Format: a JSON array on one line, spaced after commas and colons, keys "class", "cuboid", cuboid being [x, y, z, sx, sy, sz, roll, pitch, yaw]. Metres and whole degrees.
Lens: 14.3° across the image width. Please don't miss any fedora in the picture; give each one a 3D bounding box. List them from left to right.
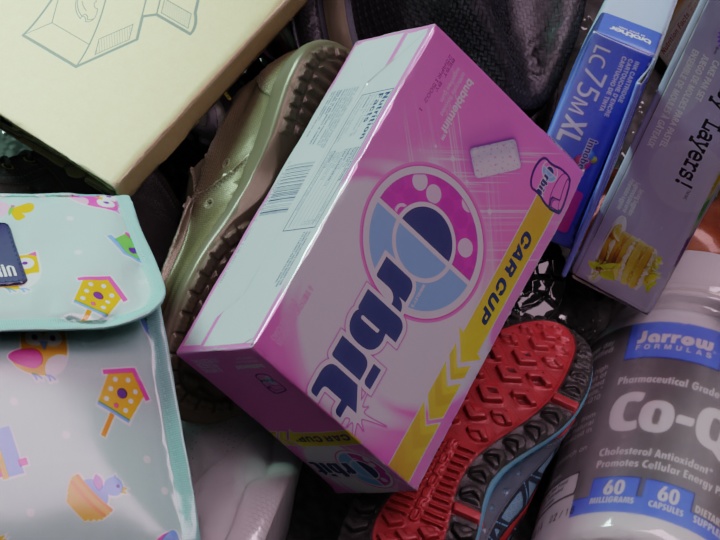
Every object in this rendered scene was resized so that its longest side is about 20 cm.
[{"class": "fedora", "cuboid": [0.055, -0.141, 1.464, 0.200, 0.091, 0.202, 9, 75, -35]}]

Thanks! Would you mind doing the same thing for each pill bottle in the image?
[{"class": "pill bottle", "cuboid": [0.157, 0.093, 1.455, 0.113, 0.114, 0.200, 24, 49, -6]}]

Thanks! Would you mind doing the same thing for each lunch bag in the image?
[{"class": "lunch bag", "cuboid": [-0.171, 0.057, 1.292, 0.170, 0.122, 0.201, -2, 73, -18]}]

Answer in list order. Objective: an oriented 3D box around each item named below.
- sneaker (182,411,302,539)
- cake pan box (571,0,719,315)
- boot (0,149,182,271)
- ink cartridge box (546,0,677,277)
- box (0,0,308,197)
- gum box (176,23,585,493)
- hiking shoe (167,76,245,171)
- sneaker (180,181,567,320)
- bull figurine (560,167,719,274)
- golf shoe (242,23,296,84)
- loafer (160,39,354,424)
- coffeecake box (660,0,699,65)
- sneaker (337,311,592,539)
[{"class": "sneaker", "cuboid": [-0.073, 0.094, 1.388, 0.088, 0.075, 0.200, 14, 43, 1]}, {"class": "cake pan box", "cuboid": [0.185, -0.099, 1.460, 0.052, 0.185, 0.200, 29, 32, 5]}, {"class": "boot", "cuboid": [-0.184, -0.041, 1.440, 0.174, 0.069, 0.200, -26, 73, -42]}, {"class": "ink cartridge box", "cuboid": [0.125, -0.093, 1.471, 0.042, 0.120, 0.200, 21, 31, 1]}, {"class": "box", "cuboid": [-0.113, -0.142, 1.424, 0.163, 0.021, 0.200, 31, 70, 28]}, {"class": "gum box", "cuboid": [0.014, -0.010, 1.353, 0.113, 0.066, 0.200, 42, 64, -27]}, {"class": "hiking shoe", "cuboid": [-0.096, -0.117, 1.502, 0.199, 0.076, 0.101, 28, 77, -3]}, {"class": "sneaker", "cuboid": [0.000, 0.000, 1.479, 0.199, 0.088, 0.076, 16, 74, -7]}, {"class": "bull figurine", "cuboid": [0.143, -0.035, 1.576, 0.199, 0.065, 0.122, 20, 45, -13]}, {"class": "golf shoe", "cuboid": [-0.001, -0.097, 1.551, 0.092, 0.073, 0.200, -29, 70, -40]}, {"class": "loafer", "cuboid": [-0.053, -0.016, 1.389, 0.076, 0.067, 0.201, 35, 70, -26]}, {"class": "coffeecake box", "cuboid": [0.279, -0.118, 1.687, 0.153, 0.073, 0.200, -20, 66, -34]}, {"class": "sneaker", "cuboid": [0.045, 0.106, 1.407, 0.079, 0.096, 0.200, 28, 58, 17]}]
